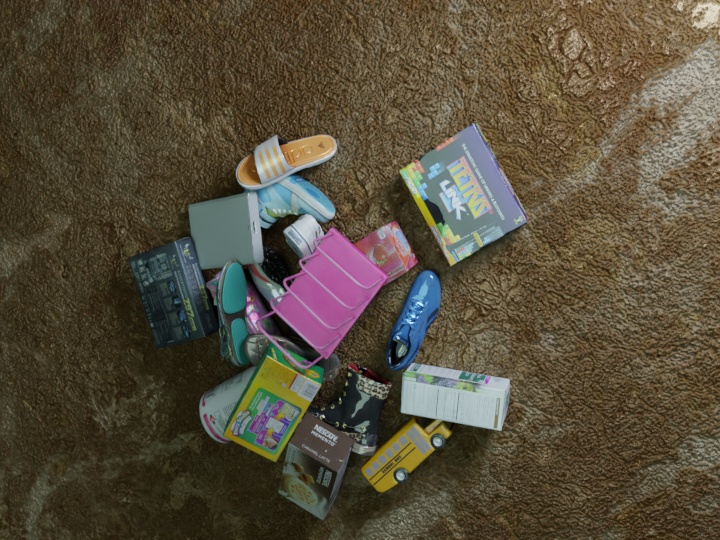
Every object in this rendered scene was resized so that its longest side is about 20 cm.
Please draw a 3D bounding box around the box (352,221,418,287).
[{"bbox_3d":[0.000,0.000,1.522,0.197,0.100,0.097,-31,90,20],"label":"box"}]

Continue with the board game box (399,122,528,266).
[{"bbox_3d":[0.188,-0.137,1.465,0.163,0.057,0.203,-30,89,21],"label":"board game box"}]

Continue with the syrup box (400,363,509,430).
[{"bbox_3d":[0.179,0.237,1.517,0.195,0.079,0.084,7,101,16],"label":"syrup box"}]

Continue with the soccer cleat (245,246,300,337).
[{"bbox_3d":[-0.160,0.049,1.608,0.073,0.068,0.202,-22,104,51],"label":"soccer cleat"}]

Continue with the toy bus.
[{"bbox_3d":[0.096,0.347,1.569,0.078,0.065,0.200,45,109,7],"label":"toy bus"}]

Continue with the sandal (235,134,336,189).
[{"bbox_3d":[-0.142,-0.223,1.509,0.202,0.060,0.080,-23,63,-10],"label":"sandal"}]

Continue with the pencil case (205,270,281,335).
[{"bbox_3d":[-0.229,0.090,1.617,0.086,0.087,0.203,-31,88,19],"label":"pencil case"}]

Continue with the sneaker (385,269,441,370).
[{"bbox_3d":[0.100,0.098,1.521,0.065,0.078,0.204,24,104,14],"label":"sneaker"}]

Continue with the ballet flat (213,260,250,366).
[{"bbox_3d":[-0.255,0.083,1.550,0.072,0.074,0.206,-2,95,17],"label":"ballet flat"}]

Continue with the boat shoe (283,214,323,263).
[{"bbox_3d":[-0.098,-0.059,1.506,0.065,0.200,0.074,-44,90,-6],"label":"boat shoe"}]

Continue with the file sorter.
[{"bbox_3d":[-0.073,0.054,1.436,0.138,0.125,0.201,40,109,8],"label":"file sorter"}]

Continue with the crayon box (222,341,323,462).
[{"bbox_3d":[-0.165,0.250,1.515,0.117,0.059,0.202,28,111,-9],"label":"crayon box"}]

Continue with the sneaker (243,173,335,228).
[{"bbox_3d":[-0.148,-0.119,1.563,0.198,0.079,0.132,36,106,19],"label":"sneaker"}]

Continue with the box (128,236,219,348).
[{"bbox_3d":[-0.386,0.049,1.659,0.155,0.051,0.205,-15,95,36],"label":"box"}]

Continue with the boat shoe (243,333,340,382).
[{"bbox_3d":[-0.136,0.165,1.564,0.196,0.073,0.076,20,100,-18],"label":"boat shoe"}]

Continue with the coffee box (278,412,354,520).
[{"bbox_3d":[-0.088,0.387,1.578,0.112,0.080,0.202,27,138,10],"label":"coffee box"}]

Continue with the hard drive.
[{"bbox_3d":[-0.268,-0.075,1.584,0.197,0.026,0.136,-5,91,44],"label":"hard drive"}]

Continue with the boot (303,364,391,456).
[{"bbox_3d":[-0.038,0.260,1.593,0.196,0.073,0.154,23,100,23],"label":"boot"}]

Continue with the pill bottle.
[{"bbox_3d":[-0.220,0.260,1.622,0.197,0.113,0.115,-29,90,24],"label":"pill bottle"}]
